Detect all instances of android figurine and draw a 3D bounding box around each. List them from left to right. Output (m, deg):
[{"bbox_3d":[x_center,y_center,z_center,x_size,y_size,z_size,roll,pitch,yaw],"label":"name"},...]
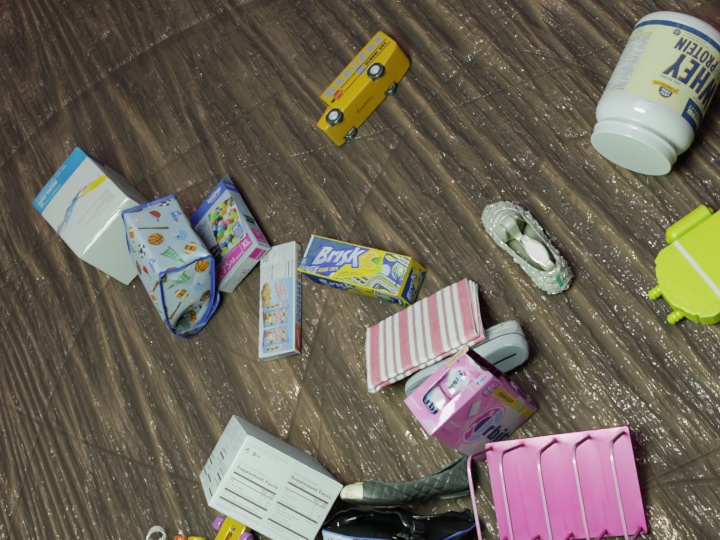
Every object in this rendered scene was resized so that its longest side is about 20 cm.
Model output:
[{"bbox_3d":[0.491,-0.006,1.335,0.200,0.041,0.182,-38,57,8],"label":"android figurine"}]

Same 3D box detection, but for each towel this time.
[{"bbox_3d":[0.094,0.100,1.474,0.200,0.030,0.147,-28,29,18],"label":"towel"}]

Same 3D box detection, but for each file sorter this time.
[{"bbox_3d":[0.252,0.289,1.264,0.199,0.125,0.140,-12,83,23],"label":"file sorter"}]

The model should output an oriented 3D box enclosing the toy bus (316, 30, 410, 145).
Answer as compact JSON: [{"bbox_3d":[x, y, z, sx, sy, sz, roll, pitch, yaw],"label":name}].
[{"bbox_3d":[-0.001,-0.320,1.720,0.200,0.065,0.078,-48,55,2],"label":"toy bus"}]

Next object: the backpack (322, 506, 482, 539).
[{"bbox_3d":[0.045,0.392,1.328,0.190,0.200,0.155,5,84,33],"label":"backpack"}]

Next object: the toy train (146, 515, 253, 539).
[{"bbox_3d":[-0.236,0.405,1.543,0.200,0.056,0.150,-40,55,4],"label":"toy train"}]

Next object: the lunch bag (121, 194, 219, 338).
[{"bbox_3d":[-0.326,-0.001,1.695,0.123,0.200,0.170,-19,54,-23],"label":"lunch bag"}]

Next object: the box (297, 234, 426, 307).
[{"bbox_3d":[0.000,0.000,1.583,0.199,0.064,0.070,14,76,33],"label":"box"}]

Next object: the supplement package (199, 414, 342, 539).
[{"bbox_3d":[-0.134,0.305,1.413,0.111,0.155,0.200,-61,11,-6],"label":"supplement package"}]

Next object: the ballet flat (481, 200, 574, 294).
[{"bbox_3d":[0.248,-0.048,1.470,0.072,0.072,0.200,-43,55,5],"label":"ballet flat"}]

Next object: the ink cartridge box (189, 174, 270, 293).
[{"bbox_3d":[-0.246,-0.072,1.746,0.119,0.042,0.200,-47,52,21],"label":"ink cartridge box"}]

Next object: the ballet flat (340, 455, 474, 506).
[{"bbox_3d":[0.066,0.299,1.370,0.199,0.066,0.057,-3,78,-20],"label":"ballet flat"}]

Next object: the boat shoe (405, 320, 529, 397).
[{"bbox_3d":[0.158,0.138,1.446,0.199,0.074,0.067,-23,32,18],"label":"boat shoe"}]

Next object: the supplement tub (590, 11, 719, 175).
[{"bbox_3d":[0.431,-0.255,1.413,0.145,0.145,0.201,21,80,33],"label":"supplement tub"}]

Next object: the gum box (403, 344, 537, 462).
[{"bbox_3d":[0.153,0.184,1.337,0.113,0.200,0.066,-44,56,6],"label":"gum box"}]

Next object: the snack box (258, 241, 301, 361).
[{"bbox_3d":[-0.137,0.051,1.657,0.072,0.024,0.201,-13,63,24],"label":"snack box"}]

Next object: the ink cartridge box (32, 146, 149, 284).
[{"bbox_3d":[-0.483,-0.102,1.835,0.145,0.147,0.200,-50,55,1],"label":"ink cartridge box"}]
